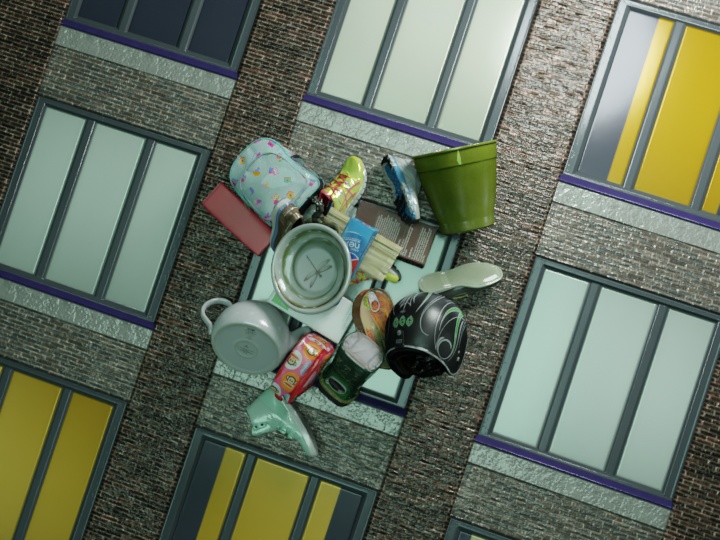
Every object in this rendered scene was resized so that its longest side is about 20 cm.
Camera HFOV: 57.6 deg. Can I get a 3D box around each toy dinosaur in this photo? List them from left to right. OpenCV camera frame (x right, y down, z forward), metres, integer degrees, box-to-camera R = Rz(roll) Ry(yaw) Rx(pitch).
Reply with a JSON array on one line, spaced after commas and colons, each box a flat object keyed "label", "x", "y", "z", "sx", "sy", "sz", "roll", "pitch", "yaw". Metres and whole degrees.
[{"label": "toy dinosaur", "x": -0.096, "y": -0.123, "z": 1.499, "sx": 0.047, "sy": 0.200, "sz": 0.088, "roll": -18, "pitch": 108, "yaw": -30}]

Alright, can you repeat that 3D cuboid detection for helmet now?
[{"label": "helmet", "x": 0.152, "y": 0.143, "z": 1.505, "sx": 0.200, "sy": 0.200, "sz": 0.191, "roll": 18, "pitch": 54, "yaw": 4}]

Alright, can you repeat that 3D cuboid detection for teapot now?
[{"label": "teapot", "x": -0.256, "y": 0.140, "z": 1.564, "sx": 0.197, "sy": 0.146, "sz": 0.200, "roll": -21, "pitch": 120, "yaw": 24}]

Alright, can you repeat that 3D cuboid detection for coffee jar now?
[{"label": "coffee jar", "x": -0.027, "y": 0.235, "z": 1.524, "sx": 0.104, "sy": 0.200, "sz": 0.085, "roll": 40, "pitch": 47, "yaw": 8}]

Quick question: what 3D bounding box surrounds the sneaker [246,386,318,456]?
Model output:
[{"label": "sneaker", "x": -0.193, "y": 0.386, "z": 1.581, "sx": 0.118, "sy": 0.074, "sz": 0.201, "roll": -36, "pitch": 76, "yaw": -5}]

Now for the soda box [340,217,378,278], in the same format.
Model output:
[{"label": "soda box", "x": -0.037, "y": -0.019, "z": 1.493, "sx": 0.064, "sy": 0.068, "sz": 0.200, "roll": 29, "pitch": 99, "yaw": 7}]

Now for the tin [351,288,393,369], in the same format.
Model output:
[{"label": "tin", "x": 0.042, "y": 0.139, "z": 1.551, "sx": 0.042, "sy": 0.112, "sz": 0.200, "roll": -6, "pitch": 106, "yaw": 43}]

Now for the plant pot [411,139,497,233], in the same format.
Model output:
[{"label": "plant pot", "x": 0.234, "y": -0.191, "z": 1.528, "sx": 0.200, "sy": 0.200, "sz": 0.193, "roll": -11, "pitch": 99, "yaw": 3}]

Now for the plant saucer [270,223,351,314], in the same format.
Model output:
[{"label": "plant saucer", "x": -0.103, "y": -0.003, "z": 1.450, "sx": 0.200, "sy": 0.050, "sz": 0.201, "roll": -2, "pitch": 86, "yaw": 23}]

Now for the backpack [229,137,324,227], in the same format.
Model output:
[{"label": "backpack", "x": -0.212, "y": -0.215, "z": 1.568, "sx": 0.200, "sy": 0.153, "sz": 0.176, "roll": 44, "pitch": 99, "yaw": 8}]

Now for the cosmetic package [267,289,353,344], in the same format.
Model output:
[{"label": "cosmetic package", "x": -0.110, "y": 0.084, "z": 1.583, "sx": 0.200, "sy": 0.085, "sz": 0.108, "roll": 29, "pitch": 86, "yaw": 5}]

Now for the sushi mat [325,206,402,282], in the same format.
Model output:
[{"label": "sushi mat", "x": -0.010, "y": -0.061, "z": 1.528, "sx": 0.200, "sy": 0.012, "sz": 0.096, "roll": 30, "pitch": 99, "yaw": 10}]

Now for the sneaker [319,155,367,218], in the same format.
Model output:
[{"label": "sneaker", "x": -0.053, "y": -0.188, "z": 1.575, "sx": 0.078, "sy": 0.090, "sz": 0.200, "roll": 20, "pitch": 88, "yaw": 43}]

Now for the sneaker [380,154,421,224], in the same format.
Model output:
[{"label": "sneaker", "x": 0.119, "y": -0.198, "z": 1.557, "sx": 0.087, "sy": 0.075, "sz": 0.200, "roll": -4, "pitch": 60, "yaw": -22}]

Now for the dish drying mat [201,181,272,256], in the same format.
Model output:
[{"label": "dish drying mat", "x": -0.302, "y": -0.128, "z": 1.637, "sx": 0.200, "sy": 0.018, "sz": 0.077, "roll": 42, "pitch": 90, "yaw": 5}]

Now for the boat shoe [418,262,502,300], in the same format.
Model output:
[{"label": "boat shoe", "x": 0.240, "y": 0.032, "z": 1.576, "sx": 0.201, "sy": 0.061, "sz": 0.072, "roll": -9, "pitch": 52, "yaw": 1}]

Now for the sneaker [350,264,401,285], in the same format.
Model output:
[{"label": "sneaker", "x": 0.000, "y": 0.000, "z": 1.582, "sx": 0.200, "sy": 0.078, "sz": 0.090, "roll": 19, "pitch": 96, "yaw": 11}]

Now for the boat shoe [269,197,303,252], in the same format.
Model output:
[{"label": "boat shoe", "x": -0.165, "y": -0.077, "z": 1.525, "sx": 0.072, "sy": 0.200, "sz": 0.072, "roll": -38, "pitch": 65, "yaw": -22}]

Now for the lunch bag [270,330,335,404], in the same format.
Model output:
[{"label": "lunch bag", "x": -0.140, "y": 0.232, "z": 1.522, "sx": 0.082, "sy": 0.200, "sz": 0.176, "roll": 36, "pitch": 94, "yaw": 6}]

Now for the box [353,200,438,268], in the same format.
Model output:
[{"label": "box", "x": 0.076, "y": -0.085, "z": 1.580, "sx": 0.200, "sy": 0.075, "sz": 0.100, "roll": 21, "pitch": 85, "yaw": 3}]
